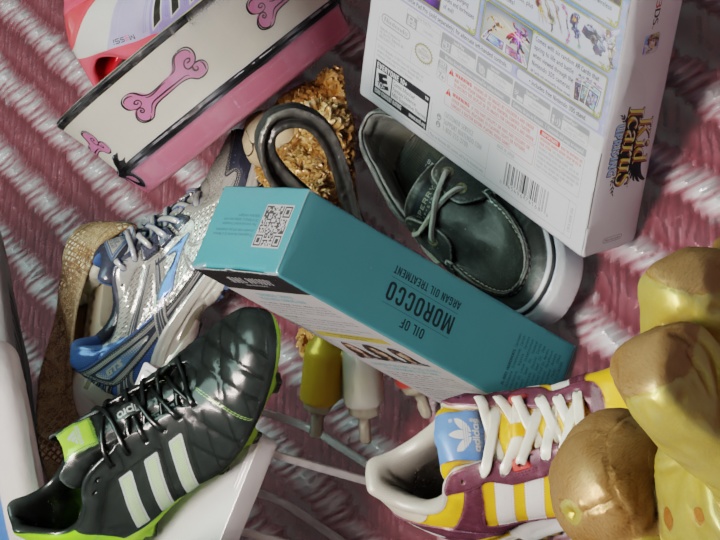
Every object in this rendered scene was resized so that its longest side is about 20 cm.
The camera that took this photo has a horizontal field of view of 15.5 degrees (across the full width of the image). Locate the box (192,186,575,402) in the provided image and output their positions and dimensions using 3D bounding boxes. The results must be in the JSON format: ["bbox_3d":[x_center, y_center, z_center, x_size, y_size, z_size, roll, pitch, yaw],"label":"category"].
[{"bbox_3d":[0.014,0.020,1.403,0.082,0.200,0.049,5,69,54],"label":"box"}]

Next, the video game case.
[{"bbox_3d":[0.084,-0.135,1.423,0.200,0.045,0.182,39,135,39],"label":"video game case"}]

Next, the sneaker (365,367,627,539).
[{"bbox_3d":[0.089,0.093,1.364,0.200,0.090,0.075,-34,48,41],"label":"sneaker"}]

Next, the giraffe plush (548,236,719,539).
[{"bbox_3d":[0.160,0.100,1.227,0.162,0.172,0.201,-34,81,46],"label":"giraffe plush"}]

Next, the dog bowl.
[{"bbox_3d":[-0.092,-0.127,1.662,0.200,0.074,0.200,-38,5,4],"label":"dog bowl"}]

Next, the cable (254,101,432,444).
[{"bbox_3d":[0.000,0.000,1.474,0.050,0.097,0.201,-99,-3,-63],"label":"cable"}]

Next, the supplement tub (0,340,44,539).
[{"bbox_3d":[-0.291,0.120,1.558,0.132,0.199,0.133,169,90,-84],"label":"supplement tub"}]

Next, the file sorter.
[{"bbox_3d":[-0.082,0.181,1.523,0.139,0.124,0.201,27,96,54],"label":"file sorter"}]

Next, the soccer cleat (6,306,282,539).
[{"bbox_3d":[-0.117,0.092,1.434,0.200,0.081,0.068,-48,42,28],"label":"soccer cleat"}]

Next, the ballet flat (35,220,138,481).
[{"bbox_3d":[-0.175,0.053,1.766,0.065,0.070,0.201,-22,58,42],"label":"ballet flat"}]

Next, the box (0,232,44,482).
[{"bbox_3d":[-0.303,0.108,1.756,0.200,0.171,0.200,88,171,-50],"label":"box"}]

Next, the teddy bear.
[{"bbox_3d":[-0.033,-0.036,1.594,0.145,0.066,0.201,100,165,-64],"label":"teddy bear"}]

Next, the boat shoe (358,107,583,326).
[{"bbox_3d":[0.053,-0.030,1.493,0.072,0.071,0.200,-61,35,12],"label":"boat shoe"}]

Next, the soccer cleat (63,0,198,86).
[{"bbox_3d":[-0.134,-0.186,1.850,0.200,0.067,0.077,-16,91,43],"label":"soccer cleat"}]

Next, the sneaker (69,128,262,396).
[{"bbox_3d":[-0.125,-0.005,1.693,0.201,0.085,0.077,-64,9,6],"label":"sneaker"}]
